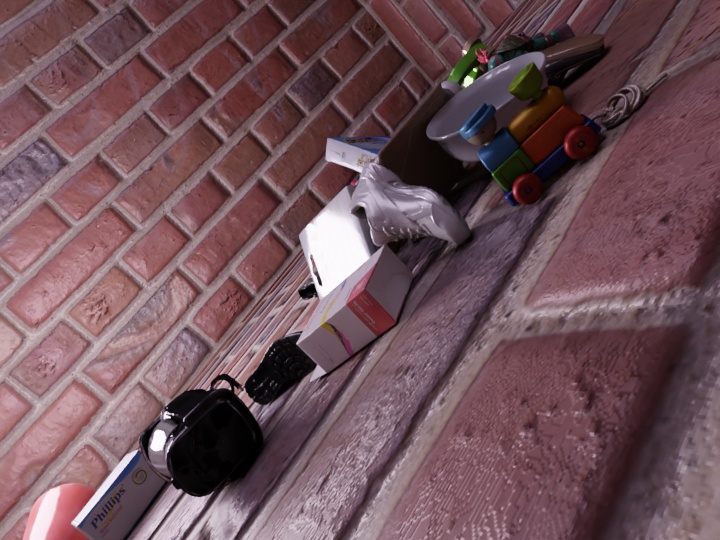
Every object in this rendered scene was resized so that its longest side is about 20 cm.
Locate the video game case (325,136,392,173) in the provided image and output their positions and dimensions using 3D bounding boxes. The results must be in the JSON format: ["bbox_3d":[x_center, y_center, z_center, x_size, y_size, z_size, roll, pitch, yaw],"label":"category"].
[{"bbox_3d":[0.063,-0.215,0.982,0.196,0.047,0.179,-14,30,-41],"label":"video game case"}]

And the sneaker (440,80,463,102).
[{"bbox_3d":[0.184,-0.299,0.955,0.084,0.072,0.200,-68,-24,-8],"label":"sneaker"}]

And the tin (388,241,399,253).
[{"bbox_3d":[0.000,0.000,1.010,0.200,0.042,0.112,-44,7,19],"label":"tin"}]

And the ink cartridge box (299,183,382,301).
[{"bbox_3d":[-0.029,-0.031,0.919,0.046,0.165,0.199,-13,-13,-35],"label":"ink cartridge box"}]

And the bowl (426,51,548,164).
[{"bbox_3d":[0.203,-0.225,0.781,0.198,0.091,0.203,-33,23,15],"label":"bowl"}]

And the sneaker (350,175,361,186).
[{"bbox_3d":[0.078,-0.160,1.013,0.195,0.084,0.074,-16,5,-31],"label":"sneaker"}]

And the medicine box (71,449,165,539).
[{"bbox_3d":[-0.555,0.531,1.204,0.199,0.103,0.184,-33,18,52],"label":"medicine box"}]

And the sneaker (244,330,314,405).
[{"bbox_3d":[-0.129,0.149,0.915,0.199,0.076,0.088,-41,6,35],"label":"sneaker"}]

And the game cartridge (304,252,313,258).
[{"bbox_3d":[-0.047,-0.070,1.208,0.199,0.129,0.043,-35,51,51],"label":"game cartridge"}]

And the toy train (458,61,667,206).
[{"bbox_3d":[0.210,-0.179,0.567,0.200,0.115,0.085,-43,11,25],"label":"toy train"}]

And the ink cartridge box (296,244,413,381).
[{"bbox_3d":[-0.020,0.067,0.764,0.199,0.067,0.117,-41,12,35],"label":"ink cartridge box"}]

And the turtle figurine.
[{"bbox_3d":[0.296,-0.390,0.968,0.197,0.103,0.149,-34,38,-17],"label":"turtle figurine"}]

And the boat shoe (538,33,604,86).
[{"bbox_3d":[0.301,-0.320,0.848,0.196,0.066,0.072,-7,28,46],"label":"boat shoe"}]

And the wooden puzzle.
[{"bbox_3d":[0.103,-0.179,0.879,0.036,0.187,0.202,17,61,37],"label":"wooden puzzle"}]

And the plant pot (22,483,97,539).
[{"bbox_3d":[-0.737,0.668,1.281,0.201,0.200,0.177,-47,20,-1],"label":"plant pot"}]

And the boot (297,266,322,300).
[{"bbox_3d":[-0.093,0.018,1.168,0.129,0.069,0.199,-36,6,-26],"label":"boot"}]

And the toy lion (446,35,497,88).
[{"bbox_3d":[0.214,-0.350,1.101,0.193,0.068,0.200,-49,-26,-3],"label":"toy lion"}]

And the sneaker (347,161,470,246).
[{"bbox_3d":[0.062,-0.070,0.726,0.198,0.077,0.101,32,92,36],"label":"sneaker"}]

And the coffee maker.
[{"bbox_3d":[-0.240,0.240,0.815,0.198,0.133,0.197,-19,43,54],"label":"coffee maker"}]
